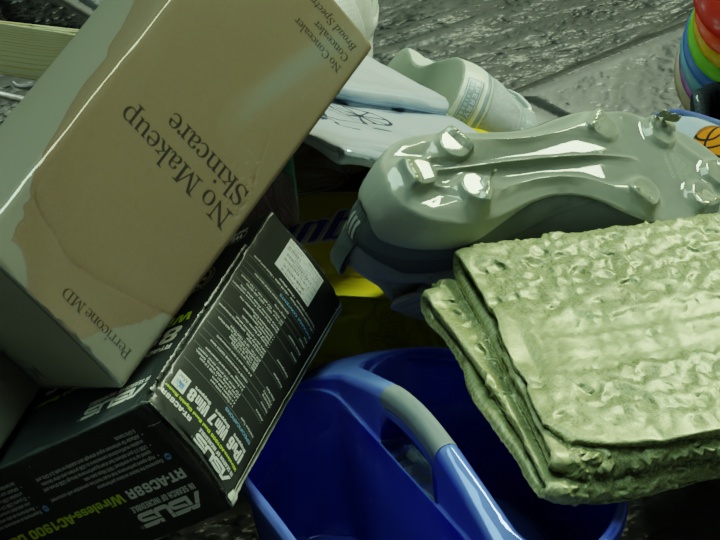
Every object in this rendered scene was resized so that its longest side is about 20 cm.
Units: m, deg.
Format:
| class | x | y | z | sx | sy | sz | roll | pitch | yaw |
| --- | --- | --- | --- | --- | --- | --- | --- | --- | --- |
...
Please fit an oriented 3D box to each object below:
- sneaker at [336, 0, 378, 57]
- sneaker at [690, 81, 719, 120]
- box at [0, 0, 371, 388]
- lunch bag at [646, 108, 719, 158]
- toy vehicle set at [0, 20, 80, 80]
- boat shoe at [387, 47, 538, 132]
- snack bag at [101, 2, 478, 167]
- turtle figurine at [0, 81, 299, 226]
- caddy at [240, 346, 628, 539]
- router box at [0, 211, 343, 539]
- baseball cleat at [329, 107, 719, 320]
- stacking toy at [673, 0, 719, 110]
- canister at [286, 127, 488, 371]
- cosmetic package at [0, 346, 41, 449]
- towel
| class | x | y | z | sx | sy | sz | roll | pitch | yaw |
| --- | --- | --- | --- | --- | --- | --- | --- | --- | --- |
| sneaker | -0.039 | -0.166 | 1.283 | 0.077 | 0.100 | 0.200 | 15 | -2 | 16 |
| sneaker | 0.229 | -0.042 | 1.090 | 0.079 | 0.096 | 0.200 | -21 | 32 | -21 |
| box | -0.094 | -0.053 | 0.886 | 0.078 | 0.095 | 0.200 | -4 | 46 | 54 |
| lunch bag | 0.170 | 0.010 | 1.009 | 0.160 | 0.076 | 0.200 | -49 | 41 | -15 |
| toy vehicle set | -0.119 | -0.113 | 1.138 | 0.124 | 0.027 | 0.200 | 12 | 8 | 29 |
| boat shoe | 0.051 | -0.087 | 1.245 | 0.071 | 0.070 | 0.201 | 30 | -3 | -17 |
| snack bag | -0.012 | -0.092 | 1.060 | 0.188 | 0.022 | 0.200 | 7 | 22 | -48 |
| turtle figurine | -0.132 | -0.037 | 1.013 | 0.199 | 0.101 | 0.150 | -5 | 24 | -6 |
| caddy | 0.029 | 0.102 | 0.876 | 0.141 | 0.106 | 0.200 | -18 | 30 | -19 |
| router box | -0.119 | 0.069 | 0.931 | 0.199 | 0.062 | 0.150 | -26 | 21 | 32 |
| baseball cleat | 0.077 | -0.026 | 0.962 | 0.199 | 0.107 | 0.070 | 1 | 56 | -29 |
| stacking toy | 0.217 | -0.138 | 1.169 | 0.085 | 0.086 | 0.200 | -3 | -11 | 10 |
| canister | 0.000 | 0.000 | 1.088 | 0.148 | 0.087 | 0.200 | 1 | 29 | 16 |
| cosmetic package | -0.206 | 0.066 | 0.882 | 0.103 | 0.073 | 0.200 | -27 | 21 | 30 |
| towel | 0.138 | 0.033 | 0.875 | 0.199 | 0.037 | 0.149 | -10 | 42 | -16 |
